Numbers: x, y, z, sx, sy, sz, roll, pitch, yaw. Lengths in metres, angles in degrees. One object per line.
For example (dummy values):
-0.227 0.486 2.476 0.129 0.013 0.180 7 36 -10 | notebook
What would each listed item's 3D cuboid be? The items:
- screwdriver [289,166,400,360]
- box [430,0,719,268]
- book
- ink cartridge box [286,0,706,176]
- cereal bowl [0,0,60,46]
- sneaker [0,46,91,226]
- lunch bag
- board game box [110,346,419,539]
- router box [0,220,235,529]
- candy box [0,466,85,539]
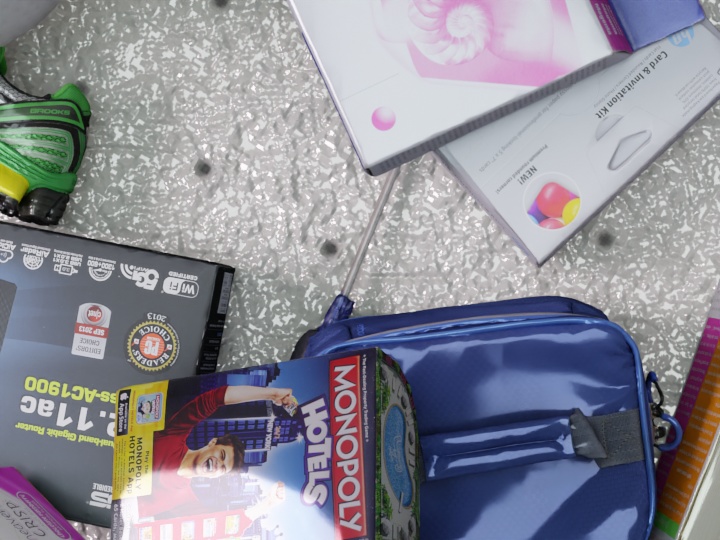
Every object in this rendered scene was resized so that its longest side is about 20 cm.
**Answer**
0.000 0.000 1.393 0.029 0.028 0.201 25 88 35 | screwdriver
0.085 -0.127 1.378 0.156 0.041 0.200 -43 84 0 | box
0.192 0.064 1.315 0.048 0.134 0.201 19 91 -7 | book
0.052 -0.179 1.344 0.199 0.043 0.197 -26 84 2 | ink cartridge box
-0.244 -0.165 1.356 0.199 0.200 0.084 10 124 6 | cereal bowl
-0.240 -0.099 1.403 0.199 0.078 0.085 25 81 -1 | sneaker
0.064 0.089 1.314 0.199 0.132 0.137 -8 96 0 | lunch bag
-0.022 0.145 1.214 0.199 0.062 0.201 -9 69 26 | board game box
-0.179 0.052 1.388 0.199 0.062 0.151 10 90 6 | router box
-0.196 0.222 1.329 0.136 0.061 0.201 41 117 32 | candy box
